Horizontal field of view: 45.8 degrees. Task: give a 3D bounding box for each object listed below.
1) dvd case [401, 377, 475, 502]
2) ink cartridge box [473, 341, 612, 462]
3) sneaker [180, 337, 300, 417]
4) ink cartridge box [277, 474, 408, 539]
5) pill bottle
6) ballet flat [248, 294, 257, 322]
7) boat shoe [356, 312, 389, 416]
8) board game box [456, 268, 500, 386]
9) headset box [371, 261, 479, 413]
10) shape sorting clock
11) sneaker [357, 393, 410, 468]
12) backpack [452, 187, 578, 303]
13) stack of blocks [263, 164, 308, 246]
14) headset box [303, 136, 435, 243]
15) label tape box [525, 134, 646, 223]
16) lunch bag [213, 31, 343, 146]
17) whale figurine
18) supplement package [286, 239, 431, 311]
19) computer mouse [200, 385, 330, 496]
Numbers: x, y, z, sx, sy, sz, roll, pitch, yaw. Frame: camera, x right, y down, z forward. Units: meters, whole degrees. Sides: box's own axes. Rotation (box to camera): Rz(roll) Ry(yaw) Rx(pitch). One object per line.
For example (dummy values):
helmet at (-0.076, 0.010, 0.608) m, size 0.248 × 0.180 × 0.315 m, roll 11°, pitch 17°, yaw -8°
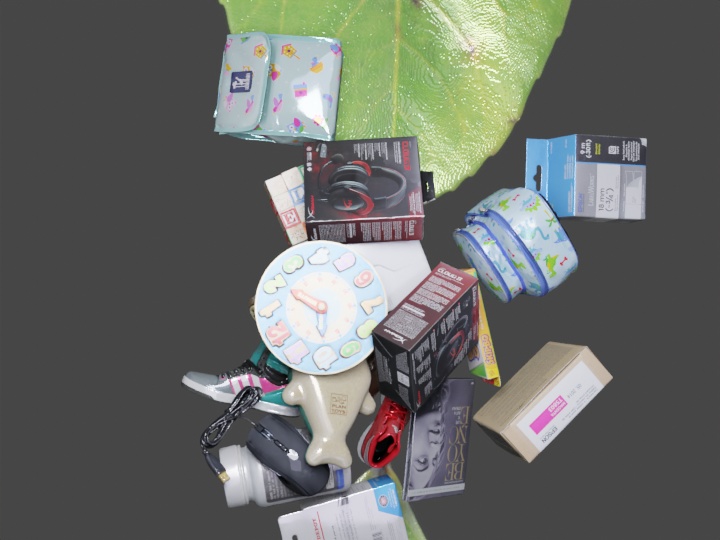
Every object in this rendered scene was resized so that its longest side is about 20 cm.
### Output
dvd case at (0.133, 0.280, 1.426) m, size 0.148 × 0.016 × 0.201 m, roll 8°, pitch 88°, yaw -45°
ink cartridge box at (0.299, 0.213, 1.420) m, size 0.200 × 0.165 × 0.075 m, roll -43°, pitch 95°, yaw -7°
sneaker at (-0.181, 0.159, 1.383) m, size 0.199 × 0.084 × 0.121 m, roll 15°, pitch 89°, yaw -12°
ink cartridge box at (-0.031, 0.426, 1.413) m, size 0.199 × 0.068 × 0.116 m, roll -14°, pitch 91°, yaw -9°
pill bottle at (-0.122, 0.317, 1.376) m, size 0.199 × 0.114 × 0.114 m, roll -8°, pitch 91°, yaw -10°
ballet flat at (-0.110, 0.117, 1.404) m, size 0.200 × 0.067 × 0.046 m, roll 43°, pitch 57°, yaw -11°
boat shoe at (0.029, 0.160, 1.410) m, size 0.075 × 0.075 × 0.203 m, roll 32°, pitch 84°, yaw -44°
board game box at (0.192, 0.097, 1.438) m, size 0.030 × 0.096 × 0.201 m, roll -16°, pitch 92°, yaw -10°
headset box at (0.111, 0.096, 1.319) m, size 0.075 × 0.149 × 0.200 m, roll 26°, pitch 53°, yaw 31°
shape sorting clock at (-0.058, 0.055, 1.268) m, size 0.199 × 0.039 × 0.201 m, roll 0°, pitch 87°, yaw -4°
sneaker at (0.066, 0.239, 1.406) m, size 0.078 × 0.116 × 0.200 m, roll 23°, pitch 86°, yaw -8°
backpack at (0.255, -0.036, 1.397) m, size 0.147 × 0.200 × 0.183 m, roll -35°, pitch 96°, yaw -8°
stack of blocks at (-0.048, -0.132, 1.420) m, size 0.200 × 0.059 × 0.115 m, roll -23°, pitch 93°, yaw -9°
headset box at (0.014, -0.124, 1.317) m, size 0.199 × 0.075 × 0.149 m, roll -2°, pitch 63°, yaw 1°
label tape box at (0.394, -0.160, 1.489) m, size 0.199 × 0.063 × 0.145 m, roll 2°, pitch 89°, yaw -10°
lunch bag at (-0.133, -0.292, 1.379) m, size 0.199 × 0.122 × 0.171 m, roll 7°, pitch 91°, yaw -1°
whale figurine at (-0.055, 0.208, 1.326) m, size 0.159 × 0.104 × 0.201 m, roll 10°, pitch 67°, yaw -26°
supplement package at (0.000, 0.000, 1.400) m, size 0.200 × 0.111 × 0.156 m, roll -22°, pitch 93°, yaw -8°
computer mouse at (-0.150, 0.283, 1.299) m, size 0.140 × 0.046 × 0.200 m, roll -41°, pitch 81°, yaw -18°
